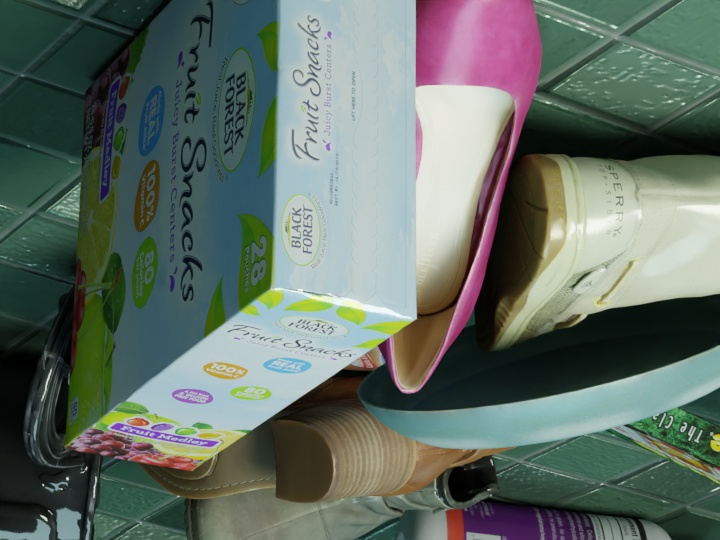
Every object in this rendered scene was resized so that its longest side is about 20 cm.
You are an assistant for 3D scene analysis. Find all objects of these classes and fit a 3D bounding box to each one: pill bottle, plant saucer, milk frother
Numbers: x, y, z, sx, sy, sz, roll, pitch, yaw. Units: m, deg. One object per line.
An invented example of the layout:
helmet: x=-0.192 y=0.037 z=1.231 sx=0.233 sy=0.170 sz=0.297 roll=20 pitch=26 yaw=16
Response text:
pill bottle: x=0.118 y=0.201 z=1.617 sx=0.199 sy=0.113 sz=0.113 roll=8 pitch=155 yaw=-8
plant saucer: x=0.097 y=0.045 z=1.236 sx=0.199 sy=0.028 sz=0.200 roll=-12 pitch=-170 yaw=2
milk frother: x=-0.224 y=0.071 z=1.391 sx=0.187 sy=0.181 sz=0.201 roll=6 pitch=113 yaw=-6

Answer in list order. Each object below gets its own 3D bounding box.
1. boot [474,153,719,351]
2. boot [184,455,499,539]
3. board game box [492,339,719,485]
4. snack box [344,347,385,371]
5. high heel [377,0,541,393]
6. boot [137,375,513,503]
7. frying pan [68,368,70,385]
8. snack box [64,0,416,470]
boot: x=0.132 y=-0.010 z=1.203 sx=0.154 sy=0.073 sz=0.200 roll=-3 pitch=168 yaw=-9
boot: x=-0.006 y=0.122 z=1.465 sx=0.130 sy=0.068 sz=0.200 roll=-10 pitch=-176 yaw=24
board game box: x=0.167 y=0.087 z=1.343 sx=0.199 sy=0.024 sz=0.105 roll=25 pitch=177 yaw=23
snack box: x=0.000 y=0.000 z=1.298 sx=0.071 sy=0.024 sz=0.200 roll=2 pitch=155 yaw=6
high heel: x=0.034 y=-0.037 z=1.106 sx=0.067 sy=0.096 sz=0.200 roll=8 pitch=145 yaw=-10
boot: x=-0.023 y=0.080 z=1.427 sx=0.154 sy=0.074 sz=0.199 roll=-8 pitch=-161 yaw=-44
frying pan: x=-0.090 y=0.016 z=1.272 sx=0.114 sy=0.031 sz=0.190 roll=-18 pitch=156 yaw=-8
snack box: x=-0.050 y=-0.031 z=1.064 sx=0.067 sy=0.170 sz=0.200 roll=12 pitch=154 yaw=-26
